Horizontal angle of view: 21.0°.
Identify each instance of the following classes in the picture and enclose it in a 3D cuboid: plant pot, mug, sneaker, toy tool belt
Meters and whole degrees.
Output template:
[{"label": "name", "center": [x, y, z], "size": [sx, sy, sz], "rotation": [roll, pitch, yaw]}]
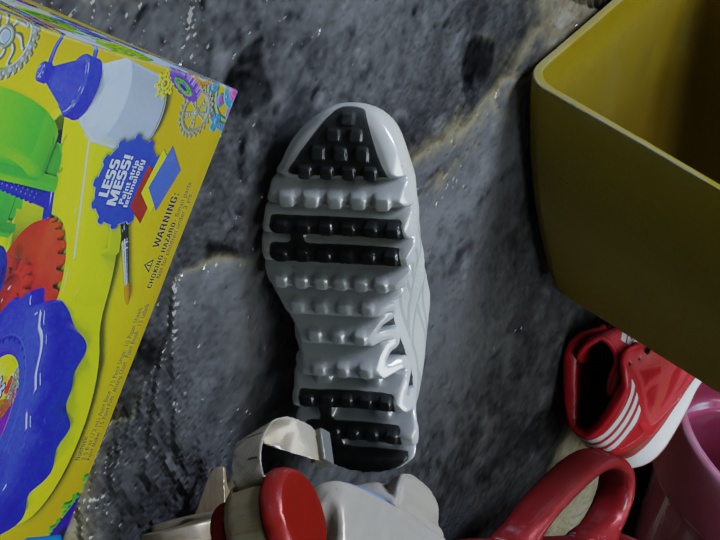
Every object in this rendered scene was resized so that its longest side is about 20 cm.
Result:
[{"label": "plant pot", "center": [0.290, 0.192, 1.463], "size": [0.200, 0.200, 0.179], "rotation": [-28, 151, -48]}, {"label": "mug", "center": [0.108, 0.209, 1.246], "size": [0.200, 0.133, 0.178], "rotation": [15, 62, -57]}, {"label": "plant pot", "center": [0.216, -0.049, 1.139], "size": [0.200, 0.200, 0.177], "rotation": [-42, 155, -37]}, {"label": "sneaker", "center": [0.000, 0.000, 0.938], "size": [0.081, 0.075, 0.200], "rotation": [-63, 157, -50]}, {"label": "sneaker", "center": [0.203, 0.035, 1.289], "size": [0.200, 0.078, 0.116], "rotation": [-65, 153, -2]}, {"label": "toy tool belt", "center": [-0.042, 0.149, 0.919], "size": [0.200, 0.123, 0.125], "rotation": [34, 42, -57]}]

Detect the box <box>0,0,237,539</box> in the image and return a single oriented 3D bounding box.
[{"label": "box", "center": [-0.168, 0.002, 0.588], "size": [0.193, 0.122, 0.200], "rotation": [10, 104, -60]}]
